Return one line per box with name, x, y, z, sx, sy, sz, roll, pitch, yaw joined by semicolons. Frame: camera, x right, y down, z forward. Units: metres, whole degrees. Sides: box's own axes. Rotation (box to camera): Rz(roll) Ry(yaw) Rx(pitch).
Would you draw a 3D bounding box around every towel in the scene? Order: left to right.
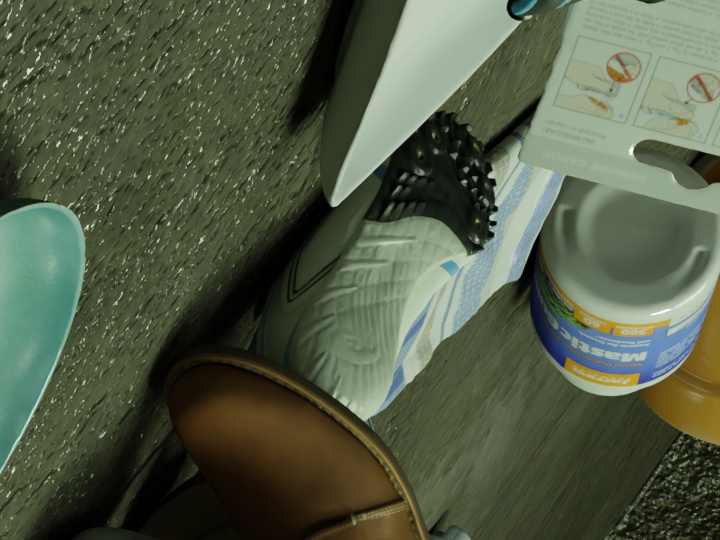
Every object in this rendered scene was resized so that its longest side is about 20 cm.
towel;0.063;-0.015;1.532;0.200;0.024;0.147;-41;159;-54

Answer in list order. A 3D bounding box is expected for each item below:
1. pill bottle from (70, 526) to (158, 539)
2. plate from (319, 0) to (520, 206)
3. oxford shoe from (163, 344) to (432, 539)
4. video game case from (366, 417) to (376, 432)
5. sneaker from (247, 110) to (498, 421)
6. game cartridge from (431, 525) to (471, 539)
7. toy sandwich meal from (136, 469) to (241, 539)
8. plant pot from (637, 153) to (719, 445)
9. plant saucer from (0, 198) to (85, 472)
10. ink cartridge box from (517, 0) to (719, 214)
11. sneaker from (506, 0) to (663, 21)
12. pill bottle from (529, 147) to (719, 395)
pill bottle;-0.116;0.212;1.167;0.200;0.112;0.112;-58;168;5
plate;0.051;-0.145;1.113;0.200;0.032;0.200;-47;165;-42
oxford shoe;-0.013;0.115;1.154;0.071;0.200;0.071;-28;-161;33
video game case;0.015;0.162;1.416;0.018;0.201;0.143;-17;-178;7
sneaker;0.000;0.000;1.238;0.072;0.072;0.200;-17;-152;39
game cartridge;0.017;0.288;2.118;0.133;0.041;0.200;-53;168;-41
toy sandwich meal;-0.017;0.171;1.273;0.070;0.205;0.206;-72;-174;-58
plant pot;0.310;0.005;2.248;0.200;0.200;0.184;-49;150;-36
plant saucer;-0.150;0.059;0.837;0.200;0.027;0.200;-53;167;-18
ink cartridge box;0.170;-0.118;1.239;0.047;0.160;0.200;-86;-168;-54
sneaker;0.076;-0.131;1.047;0.082;0.073;0.200;-41;164;6
pill bottle;0.162;0.010;1.784;0.112;0.112;0.200;-54;168;-17
